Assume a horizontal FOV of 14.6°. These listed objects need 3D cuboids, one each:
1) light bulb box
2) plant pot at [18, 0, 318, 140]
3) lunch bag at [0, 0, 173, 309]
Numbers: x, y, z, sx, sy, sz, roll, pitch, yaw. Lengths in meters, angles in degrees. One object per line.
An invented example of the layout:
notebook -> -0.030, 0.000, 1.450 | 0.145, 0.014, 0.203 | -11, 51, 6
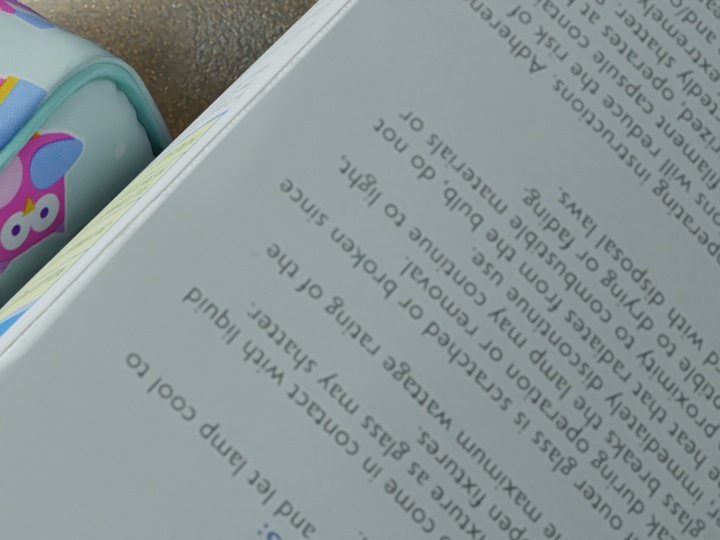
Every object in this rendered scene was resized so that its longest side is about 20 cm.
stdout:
light bulb box -> -0.009, 0.039, 0.505 | 0.200, 0.125, 0.198 | -47, 5, -28
plant pot -> 0.008, -0.070, 0.767 | 0.199, 0.188, 0.187 | -2, 25, 25
lunch bag -> -0.098, 0.032, 0.657 | 0.161, 0.077, 0.200 | -52, -26, -21
